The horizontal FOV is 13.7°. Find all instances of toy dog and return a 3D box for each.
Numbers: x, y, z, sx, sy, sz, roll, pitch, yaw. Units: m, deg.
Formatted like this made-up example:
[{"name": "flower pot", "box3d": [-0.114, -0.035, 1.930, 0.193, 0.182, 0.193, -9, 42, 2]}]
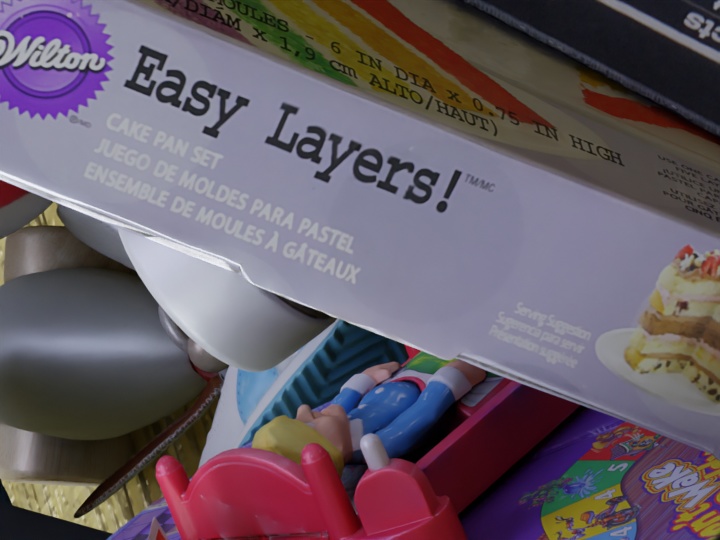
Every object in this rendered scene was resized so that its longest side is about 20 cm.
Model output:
[{"name": "toy dog", "box3d": [-0.091, 0.023, 1.018, 0.200, 0.096, 0.132, -38, 57, 50]}]

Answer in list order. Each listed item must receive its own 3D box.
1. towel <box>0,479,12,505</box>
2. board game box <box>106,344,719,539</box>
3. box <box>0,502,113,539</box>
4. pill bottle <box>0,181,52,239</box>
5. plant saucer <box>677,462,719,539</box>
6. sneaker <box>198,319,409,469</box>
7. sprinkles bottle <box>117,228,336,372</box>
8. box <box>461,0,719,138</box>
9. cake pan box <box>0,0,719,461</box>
[{"name": "towel", "box3d": [-0.118, 0.111, 0.984, 0.200, 0.048, 0.112, 59, 174, -11]}, {"name": "board game box", "box3d": [0.006, 0.038, 0.671, 0.200, 0.158, 0.039, -105, -8, -74]}, {"name": "box", "box3d": [-0.137, 0.162, 0.880, 0.104, 0.200, 0.183, -135, 61, -79]}, {"name": "pill bottle", "box3d": [-0.163, -0.113, 0.971, 0.120, 0.119, 0.200, 40, 144, 51]}, {"name": "plant saucer", "box3d": [0.101, 0.104, 0.571, 0.200, 0.048, 0.200, -3, 41, 42]}, {"name": "sneaker", "box3d": [0.000, 0.000, 0.908, 0.081, 0.076, 0.200, 45, 117, 54]}, {"name": "sprinkles bottle", "box3d": [0.027, -0.055, 0.800, 0.200, 0.068, 0.068, -38, 53, 18]}, {"name": "box", "box3d": [0.074, -0.156, 0.657, 0.200, 0.123, 0.199, 29, 112, 8]}, {"name": "cake pan box", "box3d": [-0.002, -0.046, 0.661, 0.184, 0.200, 0.052, -97, 31, -69]}]
